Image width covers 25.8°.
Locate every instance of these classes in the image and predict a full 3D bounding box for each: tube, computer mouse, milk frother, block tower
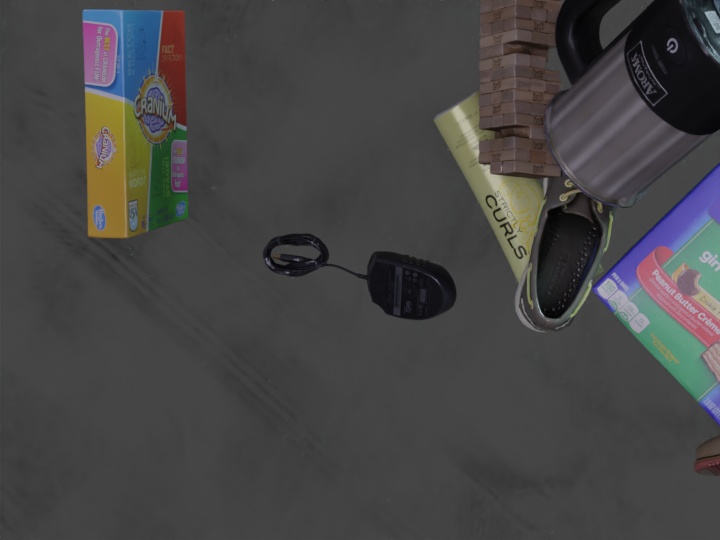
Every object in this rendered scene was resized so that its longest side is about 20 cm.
[{"bbox_3d":[0.138,-0.065,1.420,0.058,0.052,0.201,-27,95,46],"label":"tube"},{"bbox_3d":[0.000,0.000,1.485,0.198,0.034,0.059,16,119,19],"label":"computer mouse"},{"bbox_3d":[0.280,-0.171,1.315,0.188,0.198,0.183,-42,48,48],"label":"milk frother"},{"bbox_3d":[0.139,-0.183,1.369,0.054,0.057,0.203,-1,86,57],"label":"block tower"}]

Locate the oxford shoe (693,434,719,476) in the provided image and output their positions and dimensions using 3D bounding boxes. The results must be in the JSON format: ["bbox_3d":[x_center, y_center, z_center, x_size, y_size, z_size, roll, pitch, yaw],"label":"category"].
[{"bbox_3d":[0.379,0.124,1.376,0.198,0.070,0.076,-24,65,20],"label":"oxford shoe"}]

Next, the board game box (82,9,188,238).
[{"bbox_3d":[-0.206,-0.139,1.458,0.040,0.153,0.203,2,100,15],"label":"board game box"}]

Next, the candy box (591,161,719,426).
[{"bbox_3d":[0.330,0.004,1.356,0.169,0.077,0.200,46,107,6],"label":"candy box"}]

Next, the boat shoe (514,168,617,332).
[{"bbox_3d":[0.189,-0.044,1.377,0.071,0.060,0.204,17,87,-4],"label":"boat shoe"}]
